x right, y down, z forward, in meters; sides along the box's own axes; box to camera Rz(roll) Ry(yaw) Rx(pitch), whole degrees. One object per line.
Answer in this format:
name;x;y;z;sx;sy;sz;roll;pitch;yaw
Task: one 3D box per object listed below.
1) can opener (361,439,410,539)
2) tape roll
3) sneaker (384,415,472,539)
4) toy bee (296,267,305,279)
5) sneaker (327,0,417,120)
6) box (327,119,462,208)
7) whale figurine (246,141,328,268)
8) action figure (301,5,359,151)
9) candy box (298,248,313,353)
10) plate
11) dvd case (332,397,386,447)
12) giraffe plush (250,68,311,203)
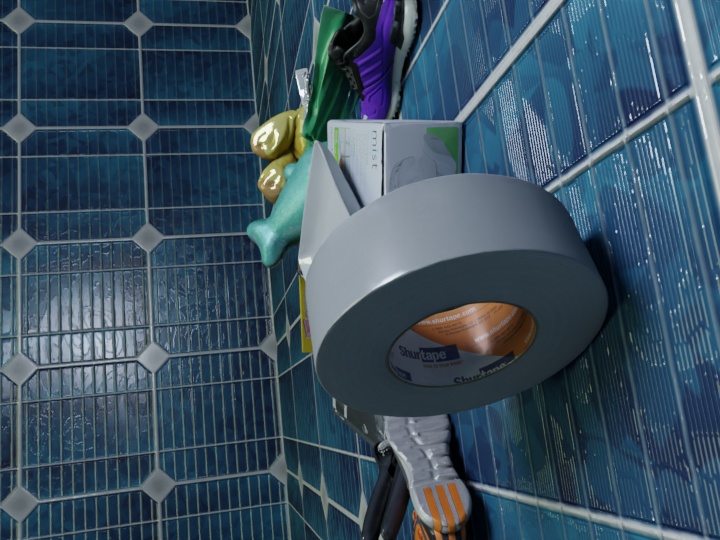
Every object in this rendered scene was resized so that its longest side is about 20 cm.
can opener;0.044;0.261;0.792;0.079;0.063;0.200;49;-161;-4
tape roll;0.063;0.027;0.453;0.201;0.199;0.066;103;160;-50
sneaker;0.073;0.238;0.734;0.200;0.077;0.113;-99;3;-57
toy bee;0.000;0.000;0.930;0.109;0.131;0.200;-55;-5;-2
sneaker;0.004;-0.268;0.833;0.201;0.099;0.070;104;160;-51
box;0.031;-0.069;0.737;0.176;0.096;0.201;-152;58;-65
whale figurine;-0.069;-0.091;0.868;0.159;0.200;0.104;59;-175;26
action figure;-0.040;-0.248;0.890;0.055;0.118;0.201;37;116;43
candy box;-0.082;0.031;1.033;0.201;0.026;0.103;93;176;-45
plate;-0.023;-0.009;0.723;0.201;0.032;0.200;103;152;-47
dvd case;0.010;0.164;0.936;0.150;0.025;0.201;32;132;43
giraffe plush;-0.068;-0.191;1.021;0.162;0.172;0.201;21;-106;-79
